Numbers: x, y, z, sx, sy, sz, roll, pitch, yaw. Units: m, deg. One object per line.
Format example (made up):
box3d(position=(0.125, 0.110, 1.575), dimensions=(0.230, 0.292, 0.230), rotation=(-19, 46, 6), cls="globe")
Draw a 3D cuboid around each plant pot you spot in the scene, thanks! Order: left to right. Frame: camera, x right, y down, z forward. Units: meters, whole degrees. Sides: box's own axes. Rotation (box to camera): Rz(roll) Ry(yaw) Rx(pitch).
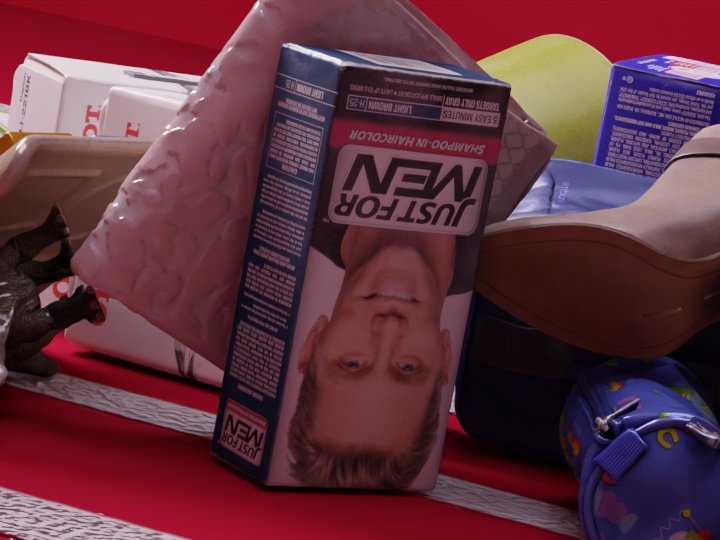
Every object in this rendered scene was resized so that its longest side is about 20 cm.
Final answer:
box3d(position=(0.072, -0.054, 1.974), dimensions=(0.199, 0.188, 0.187), rotation=(-15, 22, -35), cls="plant pot")

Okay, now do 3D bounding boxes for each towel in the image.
box3d(position=(-0.017, -0.035, 1.385), dimensions=(0.191, 0.200, 0.032), rotation=(37, -1, -35), cls="towel")

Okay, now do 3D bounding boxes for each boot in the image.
box3d(position=(0.160, -0.023, 1.403), dimensions=(0.199, 0.070, 0.146), rotation=(14, 38, 7), cls="boot")

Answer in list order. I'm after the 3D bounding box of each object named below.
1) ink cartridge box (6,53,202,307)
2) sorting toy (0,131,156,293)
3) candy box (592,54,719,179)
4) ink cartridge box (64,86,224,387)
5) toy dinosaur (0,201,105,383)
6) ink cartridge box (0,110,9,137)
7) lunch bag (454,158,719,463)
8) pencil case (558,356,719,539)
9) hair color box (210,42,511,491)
box3d(position=(-0.107, -0.040, 1.669), dimensions=(0.199, 0.145, 0.084), rotation=(6, 10, -24), cls="ink cartridge box")
box3d(position=(-0.183, -0.020, 1.439), dimensions=(0.185, 0.037, 0.200), rotation=(-36, -11, 25), cls="sorting toy")
box3d(position=(0.182, -0.024, 1.727), dimensions=(0.077, 0.201, 0.169), rotation=(14, 10, 14), cls="candy box")
box3d(position=(-0.048, -0.009, 1.534), dimensions=(0.199, 0.146, 0.084), rotation=(14, 8, 25), cls="ink cartridge box")
box3d(position=(-0.181, 0.022, 1.389), dimensions=(0.102, 0.077, 0.200), rotation=(-22, 1, -8), cls="toy dinosaur")
box3d(position=(-0.164, -0.046, 1.888), dimensions=(0.147, 0.076, 0.200), rotation=(7, 10, -21), cls="ink cartridge box")
box3d(position=(0.150, 0.035, 1.494), dimensions=(0.199, 0.137, 0.132), rotation=(10, 24, 8), cls="lunch bag")
box3d(position=(0.133, 0.088, 1.318), dimensions=(0.087, 0.078, 0.200), rotation=(53, 6, -5), cls="pencil case")
box3d(position=(0.000, 0.000, 1.341), dimensions=(0.100, 0.201, 0.060), rotation=(4, 11, -33), cls="hair color box")
